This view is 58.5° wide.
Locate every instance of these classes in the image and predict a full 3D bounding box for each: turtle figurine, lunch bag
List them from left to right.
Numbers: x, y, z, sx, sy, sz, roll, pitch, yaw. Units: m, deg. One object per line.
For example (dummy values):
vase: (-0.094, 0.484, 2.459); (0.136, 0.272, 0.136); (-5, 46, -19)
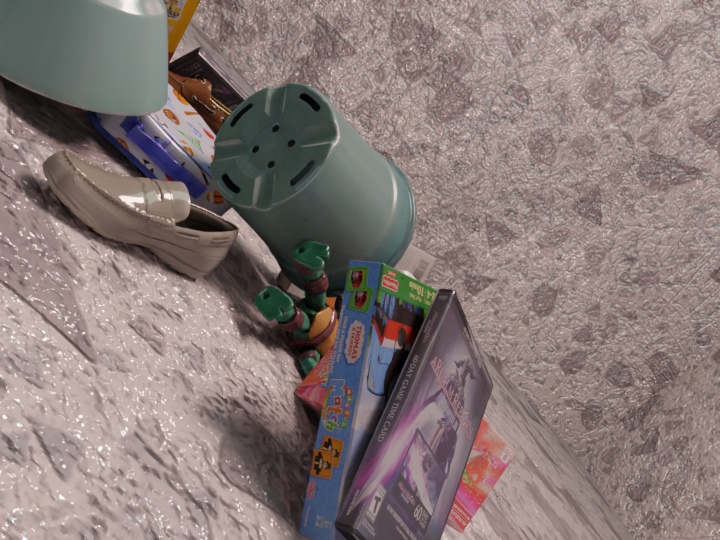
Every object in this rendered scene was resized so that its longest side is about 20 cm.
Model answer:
lunch bag: (-0.227, -0.148, 0.763); (0.200, 0.075, 0.161); (45, 13, -25)
turtle figurine: (-0.039, 0.066, 0.722); (0.200, 0.100, 0.151); (60, 41, -46)

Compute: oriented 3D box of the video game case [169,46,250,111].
video game case: (-0.234, -0.252, 1.018); (0.200, 0.142, 0.019); (43, 44, -44)

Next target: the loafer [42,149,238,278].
loafer: (-0.185, -0.056, 0.569); (0.070, 0.070, 0.200); (53, 9, 29)

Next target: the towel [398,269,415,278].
towel: (0.059, 0.115, 0.786); (0.147, 0.024, 0.201); (51, 43, -58)

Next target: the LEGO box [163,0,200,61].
LEGO box: (-0.301, -0.346, 0.783); (0.077, 0.149, 0.199); (51, 30, 19)

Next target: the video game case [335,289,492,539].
video game case: (0.054, 0.137, 0.514); (0.019, 0.201, 0.143); (7, -37, 33)

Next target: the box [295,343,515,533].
box: (0.046, 0.154, 0.649); (0.200, 0.103, 0.095); (48, -19, -17)

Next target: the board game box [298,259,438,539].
board game box: (0.023, 0.108, 0.526); (0.036, 0.202, 0.151); (6, -9, 32)

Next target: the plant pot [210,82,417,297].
plant pot: (-0.058, -0.095, 0.737); (0.201, 0.200, 0.196); (53, 5, 30)

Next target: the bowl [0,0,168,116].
bowl: (-0.270, -0.247, 0.621); (0.200, 0.105, 0.201); (24, 28, -14)

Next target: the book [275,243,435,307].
book: (0.000, 0.000, 0.907); (0.199, 0.134, 0.048); (26, 5, -32)

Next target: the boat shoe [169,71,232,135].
boat shoe: (-0.245, -0.255, 0.942); (0.200, 0.068, 0.072); (43, 11, -33)
